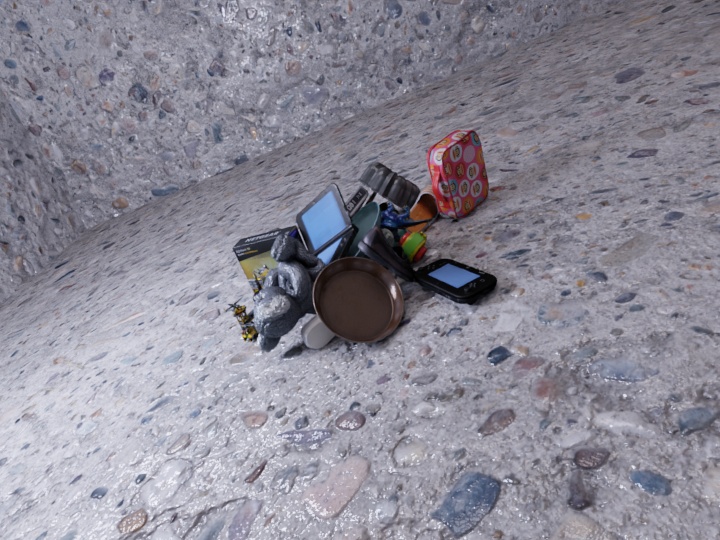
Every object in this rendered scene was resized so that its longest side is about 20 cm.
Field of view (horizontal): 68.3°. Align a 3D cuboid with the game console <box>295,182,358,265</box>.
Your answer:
[{"bbox_3d":[-0.105,-0.074,1.273,0.198,0.116,0.179,-31,25,48],"label":"game console"}]

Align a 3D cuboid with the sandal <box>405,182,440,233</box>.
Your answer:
[{"bbox_3d":[0.184,-0.171,1.434,0.059,0.079,0.209,-39,13,52],"label":"sandal"}]

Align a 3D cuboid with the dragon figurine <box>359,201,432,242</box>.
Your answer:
[{"bbox_3d":[0.085,-0.113,1.332,0.195,0.060,0.101,21,61,30],"label":"dragon figurine"}]

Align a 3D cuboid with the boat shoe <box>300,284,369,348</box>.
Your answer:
[{"bbox_3d":[-0.048,0.095,1.169,0.199,0.073,0.068,-42,28,-15],"label":"boat shoe"}]

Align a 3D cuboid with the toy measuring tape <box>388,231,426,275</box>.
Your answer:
[{"bbox_3d":[0.103,-0.035,1.263,0.072,0.075,0.200,4,38,45],"label":"toy measuring tape"}]

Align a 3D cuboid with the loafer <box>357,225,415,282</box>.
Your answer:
[{"bbox_3d":[0.073,-0.033,1.154,0.064,0.198,0.072,-55,48,5],"label":"loafer"}]

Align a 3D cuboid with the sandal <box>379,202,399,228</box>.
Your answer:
[{"bbox_3d":[0.048,-0.121,1.494,0.053,0.081,0.202,-27,20,47],"label":"sandal"}]

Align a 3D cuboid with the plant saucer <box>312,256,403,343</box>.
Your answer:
[{"bbox_3d":[-0.006,0.065,1.107,0.192,0.035,0.207,7,56,-9],"label":"plant saucer"}]

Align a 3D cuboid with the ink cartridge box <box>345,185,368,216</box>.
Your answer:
[{"bbox_3d":[-0.066,-0.109,1.464,0.200,0.043,0.202,-55,2,41],"label":"ink cartridge box"}]

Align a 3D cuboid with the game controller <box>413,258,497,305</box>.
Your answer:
[{"bbox_3d":[0.196,0.018,1.120,0.103,0.043,0.199,-33,27,-17],"label":"game controller"}]

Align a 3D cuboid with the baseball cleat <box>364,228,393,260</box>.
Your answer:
[{"bbox_3d":[0.006,-0.011,1.264,0.202,0.070,0.106,-53,30,-9],"label":"baseball cleat"}]

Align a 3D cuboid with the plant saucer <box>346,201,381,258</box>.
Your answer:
[{"bbox_3d":[-0.011,-0.071,1.260,0.200,0.027,0.203,-47,21,24],"label":"plant saucer"}]

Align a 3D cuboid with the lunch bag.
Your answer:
[{"bbox_3d":[0.249,-0.243,1.385,0.174,0.206,0.081,-36,32,-27],"label":"lunch bag"}]

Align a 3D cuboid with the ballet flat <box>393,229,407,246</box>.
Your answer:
[{"bbox_3d":[0.064,-0.085,1.397,0.197,0.072,0.067,-34,31,-19],"label":"ballet flat"}]

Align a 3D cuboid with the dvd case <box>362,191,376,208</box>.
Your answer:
[{"bbox_3d":[-0.018,-0.126,1.514,0.150,0.016,0.202,-55,5,38],"label":"dvd case"}]

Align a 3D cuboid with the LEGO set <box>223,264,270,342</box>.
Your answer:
[{"bbox_3d":[-0.236,0.067,1.316,0.150,0.119,0.200,4,37,45],"label":"LEGO set"}]

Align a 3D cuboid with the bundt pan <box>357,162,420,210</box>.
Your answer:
[{"bbox_3d":[0.090,-0.241,1.514,0.078,0.197,0.202,-59,24,11],"label":"bundt pan"}]

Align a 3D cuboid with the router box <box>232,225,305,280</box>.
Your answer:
[{"bbox_3d":[-0.229,-0.022,1.434,0.193,0.162,0.053,-10,26,27],"label":"router box"}]

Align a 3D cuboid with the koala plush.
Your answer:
[{"bbox_3d":[-0.162,0.068,1.161,0.180,0.180,0.202,31,47,5],"label":"koala plush"}]
